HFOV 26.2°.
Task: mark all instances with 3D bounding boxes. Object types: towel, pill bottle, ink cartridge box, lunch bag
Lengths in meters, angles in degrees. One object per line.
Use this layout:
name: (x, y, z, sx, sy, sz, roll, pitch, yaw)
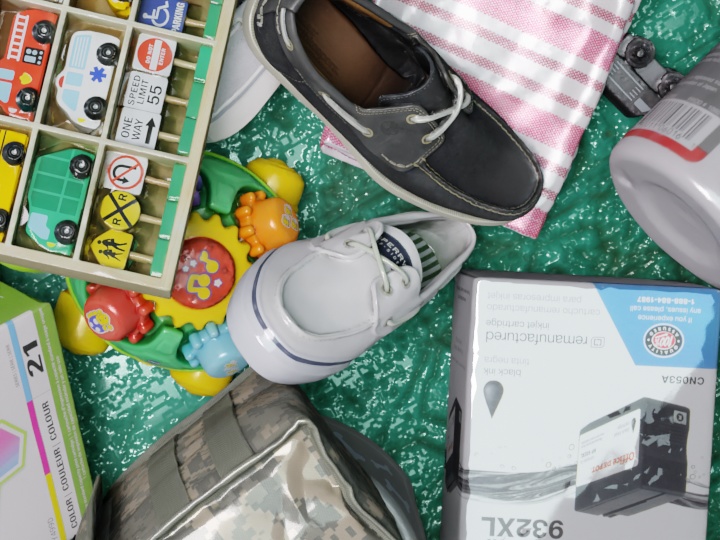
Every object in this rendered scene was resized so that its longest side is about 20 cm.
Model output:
towel: (0.076, -0.134, 0.888, 0.146, 0.030, 0.201, 22, 103, -1)
pill bottle: (0.247, -0.093, 0.876, 0.200, 0.114, 0.114, -44, 95, -9)
ink cartridge box: (-0.249, 0.111, 0.808, 0.200, 0.076, 0.148, -31, 126, -37)
lunch bag: (-0.087, 0.152, 0.791, 0.200, 0.164, 0.118, -38, 100, -1)
ink cartridge box: (0.125, 0.104, 0.899, 0.144, 0.084, 0.201, 3, 93, -4)

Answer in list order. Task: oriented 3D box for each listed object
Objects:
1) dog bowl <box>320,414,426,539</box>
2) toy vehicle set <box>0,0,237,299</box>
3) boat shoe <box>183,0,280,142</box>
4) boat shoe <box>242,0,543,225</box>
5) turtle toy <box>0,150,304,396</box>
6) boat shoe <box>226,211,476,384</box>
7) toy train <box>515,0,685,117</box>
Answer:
dog bowl: (-0.050, 0.184, 0.906, 0.199, 0.059, 0.201, 0, 93, -3)
toy vehicle set: (-0.136, -0.096, 0.791, 0.124, 0.027, 0.201, 12, 77, -4)
boat shoe: (-0.054, -0.168, 0.861, 0.200, 0.072, 0.069, -52, 137, -8)
boat shoe: (0.026, -0.088, 0.835, 0.200, 0.068, 0.072, 37, 76, -22)
turtle toy: (-0.118, -0.011, 0.857, 0.199, 0.101, 0.146, 20, 92, -17)
boat shoe: (0.000, 0.000, 0.830, 0.067, 0.200, 0.074, -38, 87, 28)
toy train: (0.114, -0.160, 0.912, 0.200, 0.034, 0.046, 45, 100, -5)
